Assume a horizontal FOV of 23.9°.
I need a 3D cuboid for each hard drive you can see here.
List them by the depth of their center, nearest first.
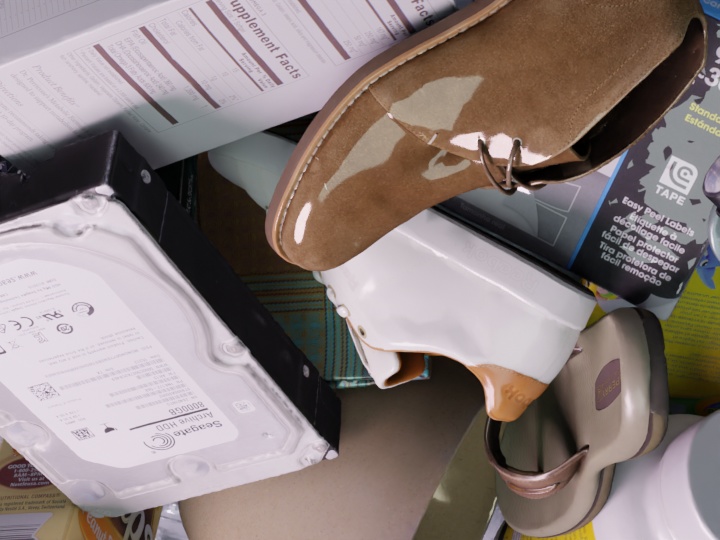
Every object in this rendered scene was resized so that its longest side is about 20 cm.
[{"bbox_3d":[-0.113,0.034,0.749,0.139,0.038,0.200,-16,136,21],"label":"hard drive"}]

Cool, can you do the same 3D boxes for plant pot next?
[{"bbox_3d":[-0.014,0.116,0.879,0.134,0.200,0.201,23,129,16],"label":"plant pot"}]

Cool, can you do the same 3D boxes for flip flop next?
[{"bbox_3d":[0.089,0.072,0.788,0.057,0.081,0.200,-6,162,-12],"label":"flip flop"}]

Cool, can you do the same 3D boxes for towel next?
[{"bbox_3d":[-0.069,-0.009,0.823,0.199,0.022,0.147,-5,83,9],"label":"towel"}]

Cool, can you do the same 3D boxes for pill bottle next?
[{"bbox_3d":[0.152,0.139,0.873,0.111,0.112,0.200,21,150,-11],"label":"pill bottle"}]

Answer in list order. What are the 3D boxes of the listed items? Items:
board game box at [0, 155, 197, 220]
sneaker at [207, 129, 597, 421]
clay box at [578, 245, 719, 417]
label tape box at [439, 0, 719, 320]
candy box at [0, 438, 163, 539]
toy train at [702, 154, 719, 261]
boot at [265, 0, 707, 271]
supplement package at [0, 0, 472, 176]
[{"bbox_3d":[-0.173,-0.055,0.783,0.199,0.136,0.028,-3,149,7],"label":"board game box"},{"bbox_3d":[0.000,0.000,0.760,0.200,0.073,0.085,30,98,23],"label":"sneaker"},{"bbox_3d":[0.171,-0.007,0.841,0.115,0.048,0.200,10,127,0],"label":"clay box"},{"bbox_3d":[0.113,-0.100,0.726,0.144,0.063,0.200,27,120,9],"label":"label tape box"},{"bbox_3d":[-0.151,0.139,0.884,0.055,0.200,0.116,-3,127,9],"label":"candy box"},{"bbox_3d":[0.230,-0.001,0.687,0.200,0.085,0.114,40,100,-18],"label":"toy train"},{"bbox_3d":[0.046,-0.055,0.666,0.200,0.076,0.074,-40,151,17],"label":"boot"},{"bbox_3d":[-0.067,-0.125,0.695,0.199,0.114,0.110,-18,154,15],"label":"supplement package"}]
